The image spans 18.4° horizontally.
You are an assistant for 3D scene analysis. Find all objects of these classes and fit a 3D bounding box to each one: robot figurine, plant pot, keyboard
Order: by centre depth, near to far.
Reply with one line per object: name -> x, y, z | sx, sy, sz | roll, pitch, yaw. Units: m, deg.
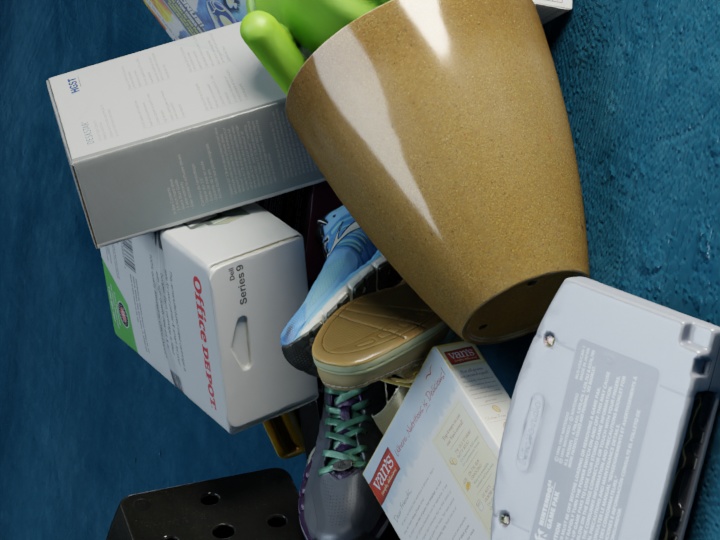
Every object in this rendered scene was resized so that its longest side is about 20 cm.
plant pot -> 0.070, -0.058, 1.485 | 0.186, 0.186, 0.200 | -55, 51, 50
robot figurine -> -0.009, -0.200, 1.542 | 0.176, 0.116, 0.200 | -61, 13, -22
plant pot -> -0.100, 0.269, 1.704 | 0.200, 0.199, 0.178 | -120, 26, -54
keyboard -> -0.033, 0.093, 1.799 | 0.127, 0.021, 0.201 | -156, 55, -73

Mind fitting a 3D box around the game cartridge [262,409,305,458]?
game cartridge -> -0.099, 0.036, 1.907 | 0.177, 0.032, 0.200 | 69, 180, -45

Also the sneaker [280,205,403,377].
sneaker -> 0.000, 0.000, 1.610 | 0.090, 0.200, 0.079 | 14, 138, 34

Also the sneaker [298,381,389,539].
sneaker -> -0.014, 0.121, 1.647 | 0.200, 0.074, 0.088 | -80, -22, -53

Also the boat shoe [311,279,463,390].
boat shoe -> 0.038, 0.046, 1.535 | 0.074, 0.200, 0.067 | 14, 118, 33

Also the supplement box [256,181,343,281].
supplement box -> -0.026, -0.045, 1.766 | 0.200, 0.110, 0.086 | -156, 72, -66

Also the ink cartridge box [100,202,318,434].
ink cartridge box -> -0.119, 0.013, 1.692 | 0.200, 0.084, 0.146 | 35, 138, 50

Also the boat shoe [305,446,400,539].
boat shoe -> 0.014, 0.200, 1.668 | 0.062, 0.074, 0.200 | -60, 38, 36

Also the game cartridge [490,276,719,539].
game cartridge -> 0.145, 0.112, 1.352 | 0.133, 0.040, 0.201 | 22, 103, 40

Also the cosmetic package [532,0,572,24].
cosmetic package -> 0.071, -0.192, 1.608 | 0.200, 0.082, 0.051 | 160, 115, -65

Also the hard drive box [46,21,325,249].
hard drive box -> -0.124, -0.110, 1.671 | 0.156, 0.199, 0.077 | -115, 11, -58

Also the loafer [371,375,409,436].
loafer -> 0.045, 0.114, 1.614 | 0.076, 0.067, 0.200 | 128, 141, -52

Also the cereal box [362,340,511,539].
cereal box -> 0.083, 0.166, 1.482 | 0.200, 0.039, 0.144 | 59, 141, 30

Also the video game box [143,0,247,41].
video game box -> -0.103, -0.232, 1.802 | 0.200, 0.047, 0.182 | 52, 143, 6
